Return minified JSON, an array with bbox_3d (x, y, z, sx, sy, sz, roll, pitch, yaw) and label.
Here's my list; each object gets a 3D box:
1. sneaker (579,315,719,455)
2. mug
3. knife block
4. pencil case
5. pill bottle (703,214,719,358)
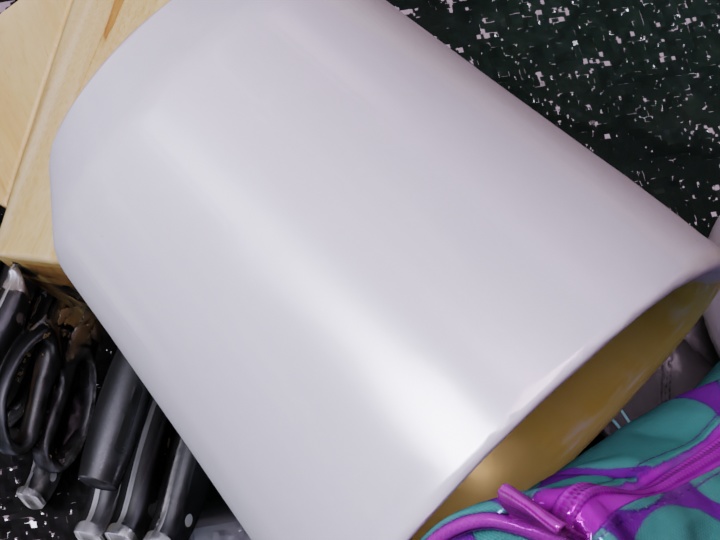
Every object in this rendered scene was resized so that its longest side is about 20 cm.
[{"bbox_3d":[0.042,0.003,0.950,0.200,0.075,0.079,39,69,10],"label":"sneaker"},{"bbox_3d":[-0.006,0.004,0.823,0.149,0.187,0.153,-42,78,-15],"label":"mug"},{"bbox_3d":[-0.052,-0.018,0.912,0.200,0.064,0.176,-36,58,9],"label":"knife block"},{"bbox_3d":[0.095,0.067,0.795,0.085,0.093,0.200,26,32,27],"label":"pencil case"},{"bbox_3d":[0.194,-0.034,0.945,0.109,0.109,0.200,34,45,8],"label":"pill bottle"}]
